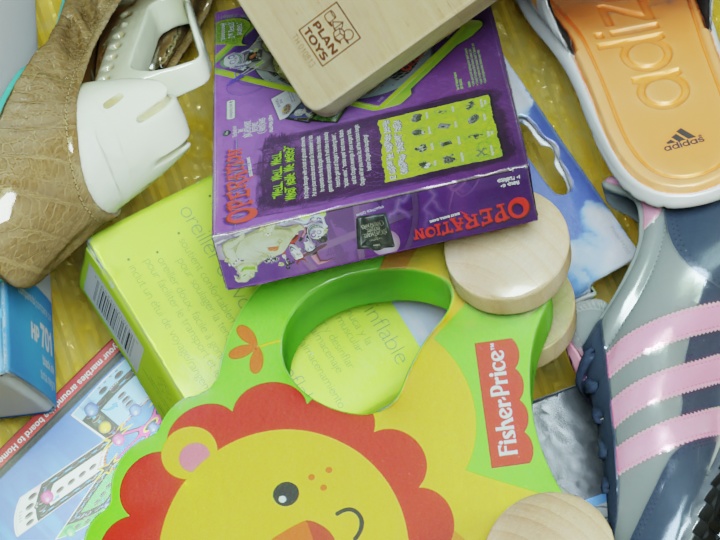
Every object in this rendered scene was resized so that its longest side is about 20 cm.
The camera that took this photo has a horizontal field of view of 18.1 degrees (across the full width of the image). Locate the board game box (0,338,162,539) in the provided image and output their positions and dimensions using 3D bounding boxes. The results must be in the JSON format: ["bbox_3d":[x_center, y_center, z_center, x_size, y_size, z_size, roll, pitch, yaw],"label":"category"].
[{"bbox_3d":[-0.079,0.077,0.939,0.103,0.019,0.200,43,80,9],"label":"board game box"}]

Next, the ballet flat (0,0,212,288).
[{"bbox_3d":[-0.098,-0.069,0.908,0.072,0.068,0.201,-8,33,16],"label":"ballet flat"}]

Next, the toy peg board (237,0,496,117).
[{"bbox_3d":[0.022,-0.191,0.895,0.198,0.098,0.201,-35,77,9],"label":"toy peg board"}]

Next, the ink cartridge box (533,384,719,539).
[{"bbox_3d":[0.089,0.100,0.922,0.198,0.039,0.100,-21,77,-4],"label":"ink cartridge box"}]

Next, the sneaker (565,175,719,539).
[{"bbox_3d":[0.111,0.054,0.887,0.081,0.070,0.202,12,70,16],"label":"sneaker"}]

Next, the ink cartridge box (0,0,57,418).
[{"bbox_3d":[-0.207,-0.039,0.928,0.145,0.086,0.202,-6,74,7],"label":"ink cartridge box"}]

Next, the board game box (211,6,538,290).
[{"bbox_3d":[0.000,-0.065,0.896,0.119,0.201,0.033,-9,120,2],"label":"board game box"}]

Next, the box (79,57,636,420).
[{"bbox_3d":[0.000,0.000,0.925,0.199,0.048,0.122,-28,75,-21],"label":"box"}]

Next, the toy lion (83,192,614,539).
[{"bbox_3d":[-0.006,0.080,0.828,0.190,0.069,0.202,-7,60,4],"label":"toy lion"}]

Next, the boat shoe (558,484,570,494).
[{"bbox_3d":[-0.006,0.139,0.871,0.200,0.071,0.071,-28,76,11],"label":"boat shoe"}]

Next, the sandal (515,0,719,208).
[{"bbox_3d":[0.112,-0.113,0.926,0.078,0.060,0.208,-14,46,-6],"label":"sandal"}]
